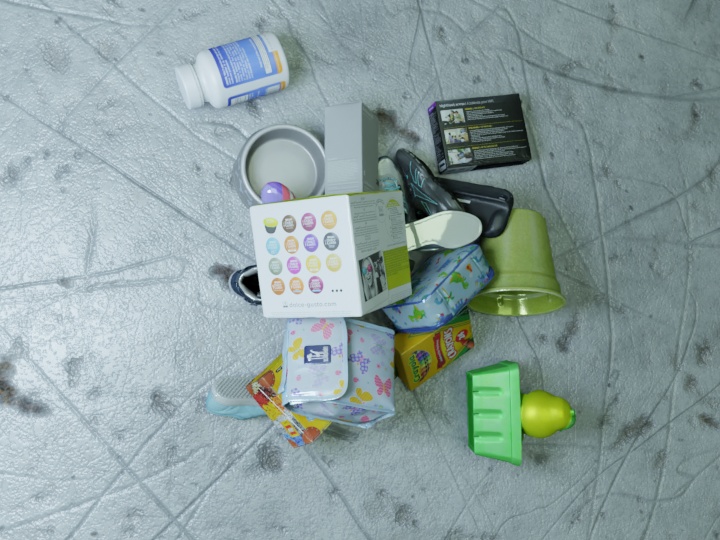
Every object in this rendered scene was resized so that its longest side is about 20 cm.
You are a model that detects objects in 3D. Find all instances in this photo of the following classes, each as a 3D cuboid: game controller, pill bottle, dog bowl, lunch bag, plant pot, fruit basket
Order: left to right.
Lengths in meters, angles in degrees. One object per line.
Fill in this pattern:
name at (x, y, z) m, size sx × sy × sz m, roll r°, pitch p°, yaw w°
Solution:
pill bottle at (-0.246, -0.378, 1.358) m, size 0.200 × 0.112 × 0.112 m, roll -21°, pitch 91°, yaw -15°
dog bowl at (-0.150, -0.196, 1.395) m, size 0.200 × 0.059 × 0.200 m, roll 1°, pitch 85°, yaw -14°
lunch bag at (-0.042, 0.173, 1.247) m, size 0.200 × 0.127 × 0.170 m, roll 17°, pitch 56°, yaw -24°
lunch bag at (0.146, 0.035, 1.348) m, size 0.200 × 0.161 × 0.083 m, roll -43°, pitch 107°, yaw -32°
game controller at (0.208, -0.130, 1.438) m, size 0.200 × 0.042 × 0.105 m, roll 15°, pitch 87°, yaw 30°
plant pot at (0.314, -0.019, 1.445) m, size 0.200 × 0.200 × 0.185 m, roll 7°, pitch 72°, yaw -14°
fruit basket at (0.320, 0.283, 1.423) m, size 0.215 × 0.156 × 0.216 m, roll 0°, pitch 85°, yaw 1°

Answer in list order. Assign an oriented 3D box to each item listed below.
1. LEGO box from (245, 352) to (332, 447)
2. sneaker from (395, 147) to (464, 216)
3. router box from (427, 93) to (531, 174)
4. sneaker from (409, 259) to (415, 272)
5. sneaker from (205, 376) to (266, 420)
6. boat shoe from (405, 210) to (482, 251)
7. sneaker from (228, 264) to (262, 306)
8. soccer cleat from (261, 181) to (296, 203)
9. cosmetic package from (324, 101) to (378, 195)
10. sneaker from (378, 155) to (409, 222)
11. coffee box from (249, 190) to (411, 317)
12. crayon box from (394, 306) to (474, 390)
LEGO box at (-0.090, 0.206, 1.329) m, size 0.149 × 0.077 × 0.200 m, roll 53°, pitch 52°, yaw -5°
sneaker at (0.122, -0.165, 1.424) m, size 0.079 × 0.075 × 0.200 m, roll -44°, pitch 64°, yaw 16°
router box at (0.255, -0.292, 1.510) m, size 0.200 × 0.051 × 0.149 m, roll -8°, pitch 86°, yaw -15°
sneaker at (0.001, 0.000, 1.412) m, size 0.201 × 0.067 × 0.108 m, roll 19°, pitch 90°, yaw -6°
sneaker at (-0.200, 0.249, 1.349) m, size 0.200 × 0.082 × 0.074 m, roll 15°, pitch 41°, yaw -27°
boat shoe at (0.134, -0.074, 1.370) m, size 0.200 × 0.062 × 0.073 m, roll -11°, pitch 96°, yaw -10°
sneaker at (-0.143, 0.043, 1.333) m, size 0.202 × 0.146 × 0.077 m, roll 15°, pitch 80°, yaw -14°
soccer cleat at (-0.132, -0.074, 1.340) m, size 0.067 × 0.077 × 0.200 m, roll -19°, pitch 121°, yaw -2°
cosmetic package at (-0.016, -0.218, 1.391) m, size 0.090 × 0.107 × 0.200 m, roll 0°, pitch 85°, yaw 20°
sneaker at (0.070, -0.137, 1.432) m, size 0.077 × 0.086 × 0.200 m, roll -8°, pitch 88°, yaw -16°
coffee box at (-0.046, -0.033, 1.235) m, size 0.200 × 0.199 × 0.198 m, roll -16°, pitch 102°, yaw -59°
crayon box at (0.131, 0.154, 1.407) m, size 0.200 × 0.051 × 0.127 m, roll -33°, pitch 137°, yaw -14°
